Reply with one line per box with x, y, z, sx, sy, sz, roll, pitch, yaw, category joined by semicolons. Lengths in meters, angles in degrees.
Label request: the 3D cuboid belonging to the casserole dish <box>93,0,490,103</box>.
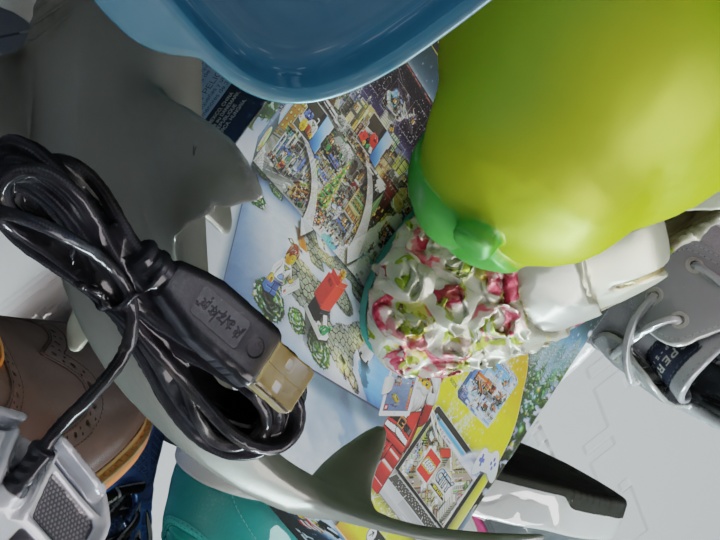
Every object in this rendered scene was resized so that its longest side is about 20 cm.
0.011;-0.127;0.755;0.200;0.121;0.039;-39;180;-6;casserole dish

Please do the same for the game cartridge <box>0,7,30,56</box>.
-0.184;-0.002;0.788;0.200;0.041;0.133;-16;145;-44;game cartridge

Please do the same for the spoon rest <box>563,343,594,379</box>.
0.083;0.009;1.199;0.099;0.061;0.200;-22;152;-37;spoon rest

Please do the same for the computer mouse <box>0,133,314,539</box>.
-0.108;0.062;0.763;0.110;0.044;0.200;36;107;-30;computer mouse

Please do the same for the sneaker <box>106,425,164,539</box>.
-0.094;0.102;1.058;0.079;0.089;0.200;-23;153;-28;sneaker

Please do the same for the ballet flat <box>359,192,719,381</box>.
0.084;-0.026;0.936;0.200;0.064;0.076;-37;126;-35;ballet flat

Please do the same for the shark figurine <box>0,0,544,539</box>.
-0.038;-0.003;0.781;0.128;0.215;0.089;-29;-168;-37;shark figurine

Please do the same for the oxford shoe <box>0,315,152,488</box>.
-0.119;0.030;0.819;0.200;0.071;0.073;-5;137;-54;oxford shoe

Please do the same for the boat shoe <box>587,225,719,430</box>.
0.126;0.024;1.109;0.072;0.200;0.069;-57;-179;35;boat shoe

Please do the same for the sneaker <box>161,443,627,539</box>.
0.005;0.117;1.059;0.200;0.084;0.121;9;104;-40;sneaker

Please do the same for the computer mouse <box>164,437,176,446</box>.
-0.001;0.005;1.068;0.200;0.053;0.138;-48;158;21;computer mouse

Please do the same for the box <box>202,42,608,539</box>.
0.000;0.000;0.929;0.137;0.038;0.200;-55;140;-18;box

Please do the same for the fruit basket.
0.096;-0.085;0.829;0.216;0.216;0.155;-46;156;18;fruit basket
